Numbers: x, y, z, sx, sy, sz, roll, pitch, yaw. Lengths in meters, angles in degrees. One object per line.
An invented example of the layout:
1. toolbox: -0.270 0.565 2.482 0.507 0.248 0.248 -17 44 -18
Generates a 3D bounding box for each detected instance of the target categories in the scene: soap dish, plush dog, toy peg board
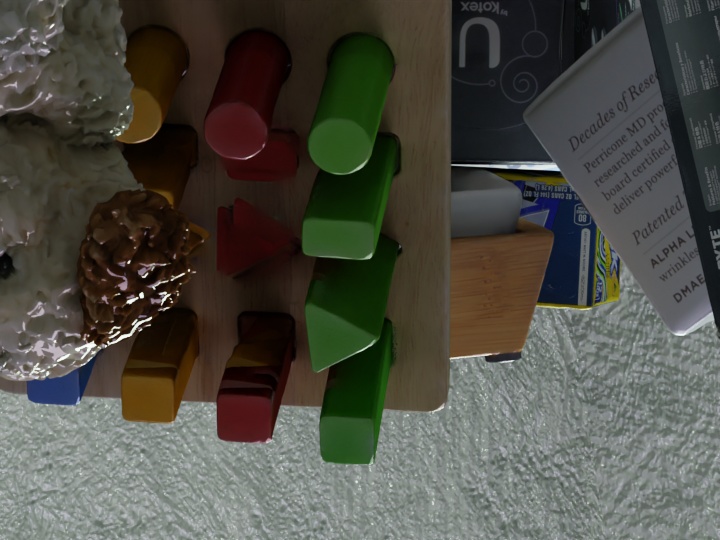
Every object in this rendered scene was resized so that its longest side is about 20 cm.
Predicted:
1. soap dish: 0.000 0.000 1.343 0.157 0.081 0.200 -5 -175 -5
2. plush dog: -0.134 -0.044 1.053 0.200 0.172 0.160 -10 180 42
3. toy peg board: -0.066 -0.016 1.167 0.199 0.200 0.098 2 -152 5

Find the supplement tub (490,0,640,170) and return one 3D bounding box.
1. supplement tub: 0.105 -0.110 1.812 0.200 0.132 0.132 -10 180 9

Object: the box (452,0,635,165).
1. box: 0.068 -0.107 1.465 0.122 0.106 0.200 1 -177 14

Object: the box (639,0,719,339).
1. box: 0.172 -0.081 1.144 0.046 0.200 0.159 -15 178 32

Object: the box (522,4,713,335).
1. box: 0.220 -0.088 1.331 0.200 0.131 0.199 -41 165 30

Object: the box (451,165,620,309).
1. box: 0.035 -0.021 1.499 0.200 0.070 0.064 4 -176 18
